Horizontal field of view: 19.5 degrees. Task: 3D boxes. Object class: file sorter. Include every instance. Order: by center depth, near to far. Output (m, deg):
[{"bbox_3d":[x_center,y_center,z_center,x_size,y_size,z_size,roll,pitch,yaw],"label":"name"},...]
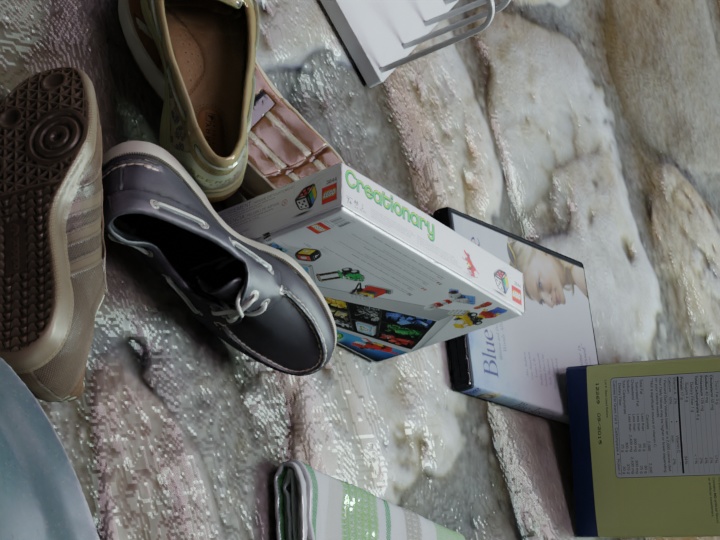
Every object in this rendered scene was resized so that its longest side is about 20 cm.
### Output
[{"bbox_3d":[0.058,-0.256,1.582,0.139,0.124,0.200,60,33,-15],"label":"file sorter"}]

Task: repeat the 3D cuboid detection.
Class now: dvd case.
[{"bbox_3d":[0.126,0.040,1.621,0.200,0.018,0.143,19,58,-50],"label":"dvd case"}]

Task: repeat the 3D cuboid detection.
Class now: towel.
[{"bbox_3d":[0.017,0.214,1.357,0.200,0.031,0.150,28,52,-47],"label":"towel"}]

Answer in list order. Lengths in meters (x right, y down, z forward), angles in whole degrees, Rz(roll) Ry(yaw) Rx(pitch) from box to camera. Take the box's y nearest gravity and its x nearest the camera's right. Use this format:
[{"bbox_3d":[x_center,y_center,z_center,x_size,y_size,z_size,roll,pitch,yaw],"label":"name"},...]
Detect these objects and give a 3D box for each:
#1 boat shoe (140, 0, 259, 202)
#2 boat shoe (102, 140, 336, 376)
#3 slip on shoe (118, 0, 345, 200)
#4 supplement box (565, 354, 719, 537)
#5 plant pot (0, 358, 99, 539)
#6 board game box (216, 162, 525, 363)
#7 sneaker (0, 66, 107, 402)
[{"bbox_3d":[-0.092,-0.144,1.292,0.073,0.063,0.201,-2,72,-18],"label":"boat shoe"},{"bbox_3d":[-0.088,0.008,1.262,0.200,0.073,0.063,46,23,-29],"label":"boat shoe"},{"bbox_3d":[-0.088,-0.109,1.355,0.200,0.061,0.076,47,65,-5],"label":"slip on shoe"},{"bbox_3d":[0.297,0.132,1.636,0.200,0.199,0.135,0,86,-55],"label":"supplement box"},{"bbox_3d":[-0.211,0.145,0.935,0.134,0.200,0.201,-16,86,-30],"label":"plant pot"},{"bbox_3d":[0.000,0.000,1.357,0.200,0.126,0.035,29,50,-46],"label":"board game box"},{"bbox_3d":[-0.177,-0.019,1.182,0.076,0.070,0.201,64,25,-54],"label":"sneaker"}]
